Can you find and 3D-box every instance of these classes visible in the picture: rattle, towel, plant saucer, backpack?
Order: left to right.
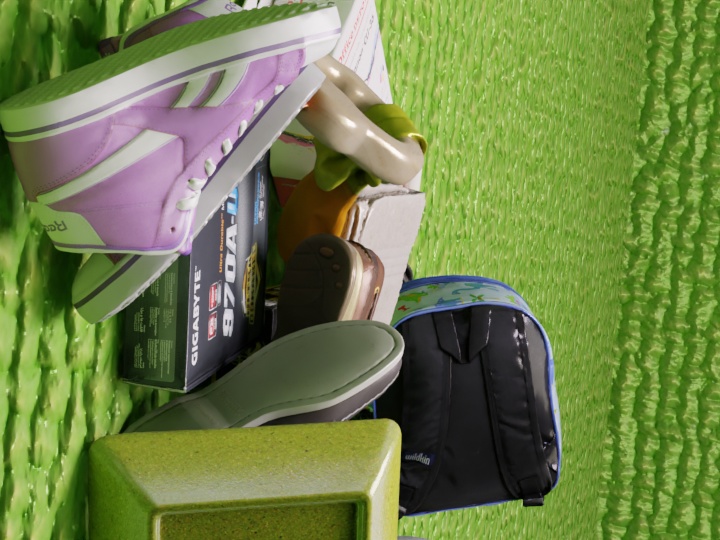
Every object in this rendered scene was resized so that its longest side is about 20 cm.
[{"bbox_3d":[-0.068,0.199,1.203,0.048,0.199,0.200,-135,-136,-69],"label":"plant saucer"},{"bbox_3d":[-0.051,-0.083,1.271,0.130,0.143,0.200,63,18,8],"label":"rattle"},{"bbox_3d":[0.000,0.000,1.465,0.200,0.034,0.133,-9,117,-75],"label":"towel"},{"bbox_3d":[0.085,0.104,1.754,0.147,0.183,0.200,-107,-168,-68],"label":"backpack"}]

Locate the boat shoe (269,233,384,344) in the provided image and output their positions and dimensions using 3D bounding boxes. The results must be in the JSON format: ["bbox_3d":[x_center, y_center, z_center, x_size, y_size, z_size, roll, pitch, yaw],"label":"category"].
[{"bbox_3d":[-0.033,0.074,1.329,0.068,0.072,0.200,11,102,-53],"label":"boat shoe"}]

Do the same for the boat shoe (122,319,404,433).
[{"bbox_3d":[-0.060,0.097,1.252,0.072,0.201,0.061,50,-20,47],"label":"boat shoe"}]

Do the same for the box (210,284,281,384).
[{"bbox_3d":[-0.069,0.116,1.440,0.160,0.049,0.200,-19,113,-76],"label":"box"}]

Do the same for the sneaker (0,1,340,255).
[{"bbox_3d":[-0.092,-0.074,1.060,0.073,0.200,0.114,25,-44,65],"label":"sneaker"}]

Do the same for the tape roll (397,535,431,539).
[{"bbox_3d":[0.027,0.319,1.567,0.066,0.200,0.201,7,89,-78],"label":"tape roll"}]

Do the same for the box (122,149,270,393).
[{"bbox_3d":[-0.104,-0.036,1.258,0.159,0.046,0.200,-34,129,-71],"label":"box"}]

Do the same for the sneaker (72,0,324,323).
[{"bbox_3d":[-0.126,-0.072,1.121,0.201,0.114,0.073,-52,-173,-11],"label":"sneaker"}]

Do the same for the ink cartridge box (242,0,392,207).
[{"bbox_3d":[-0.031,-0.150,1.436,0.200,0.067,0.117,76,26,-51],"label":"ink cartridge box"}]

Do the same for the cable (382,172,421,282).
[{"bbox_3d":[0.033,-0.026,1.739,0.097,0.050,0.200,-59,150,-49],"label":"cable"}]
